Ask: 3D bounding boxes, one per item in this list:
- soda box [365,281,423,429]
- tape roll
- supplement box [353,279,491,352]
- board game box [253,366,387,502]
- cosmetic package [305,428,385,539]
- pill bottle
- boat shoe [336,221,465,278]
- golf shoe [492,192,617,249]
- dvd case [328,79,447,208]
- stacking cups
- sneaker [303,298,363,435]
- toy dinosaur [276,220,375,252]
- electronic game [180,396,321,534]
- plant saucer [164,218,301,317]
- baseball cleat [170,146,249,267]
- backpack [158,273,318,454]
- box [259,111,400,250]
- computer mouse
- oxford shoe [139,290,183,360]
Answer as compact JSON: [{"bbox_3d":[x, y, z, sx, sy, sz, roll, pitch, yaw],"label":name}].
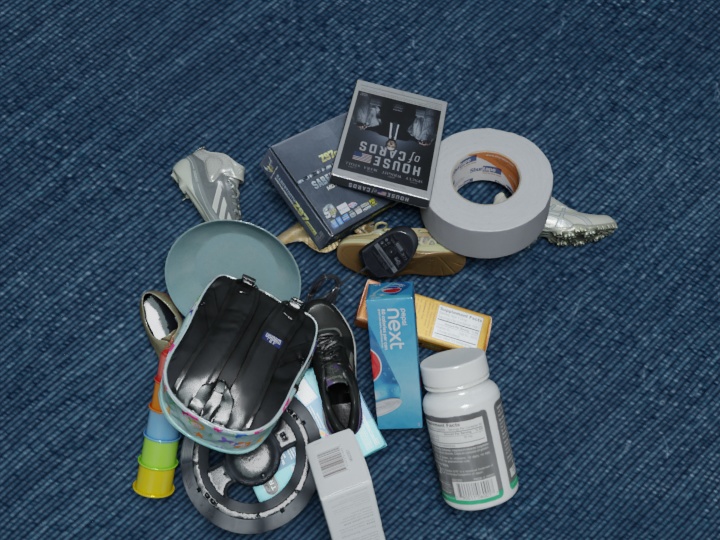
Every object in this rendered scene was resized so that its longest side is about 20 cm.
[{"bbox_3d":[0.050,0.122,1.043,0.067,0.064,0.203,-3,109,7],"label":"soda box"},{"bbox_3d":[0.186,-0.119,1.102,0.197,0.067,0.203,-3,56,5],"label":"tape roll"},{"bbox_3d":[0.093,0.077,1.102,0.197,0.067,0.070,19,77,-1],"label":"supplement box"},{"bbox_3d":[-0.083,0.234,1.072,0.198,0.047,0.153,-27,82,-7],"label":"board game box"},{"bbox_3d":[-0.013,0.326,0.983,0.073,0.102,0.202,-18,123,-7],"label":"cosmetic package"},{"bbox_3d":[0.150,0.219,1.033,0.111,0.113,0.203,-13,97,-6],"label":"pill bottle"},{"bbox_3d":[0.061,-0.033,1.123,0.196,0.074,0.063,5,50,-9],"label":"boat shoe"},{"bbox_3d":[0.300,-0.088,1.141,0.196,0.078,0.099,-2,74,-5],"label":"golf shoe"},{"bbox_3d":[0.045,-0.193,1.094,0.148,0.025,0.202,14,56,-1],"label":"dvd case"},{"bbox_3d":[-0.270,0.212,1.030,0.060,0.061,0.203,13,97,-1],"label":"stacking cups"},{"bbox_3d":[-0.034,0.133,1.025,0.075,0.088,0.203,-15,81,-6],"label":"sneaker"},{"bbox_3d":[-0.073,-0.074,1.122,0.197,0.058,0.103,-12,82,-5],"label":"toy dinosaur"},{"bbox_3d":[-0.149,0.258,1.018,0.196,0.042,0.203,2,72,-6],"label":"electronic game"},{"bbox_3d":[-0.183,0.007,1.072,0.197,0.039,0.204,1,121,2],"label":"plant saucer"},{"bbox_3d":[-0.201,-0.102,1.113,0.106,0.070,0.201,-37,85,-8],"label":"baseball cleat"},{"bbox_3d":[-0.165,0.131,0.953,0.176,0.151,0.201,26,48,-5],"label":"backpack"},{"bbox_3d":[-0.029,-0.143,1.099,0.199,0.051,0.159,-31,82,-37],"label":"box"},{"bbox_3d":[0.000,0.000,1.071,0.198,0.034,0.059,-32,102,15],"label":"computer mouse"},{"bbox_3d":[-0.268,0.119,1.067,0.070,0.075,0.201,-34,84,-8],"label":"oxford shoe"}]
